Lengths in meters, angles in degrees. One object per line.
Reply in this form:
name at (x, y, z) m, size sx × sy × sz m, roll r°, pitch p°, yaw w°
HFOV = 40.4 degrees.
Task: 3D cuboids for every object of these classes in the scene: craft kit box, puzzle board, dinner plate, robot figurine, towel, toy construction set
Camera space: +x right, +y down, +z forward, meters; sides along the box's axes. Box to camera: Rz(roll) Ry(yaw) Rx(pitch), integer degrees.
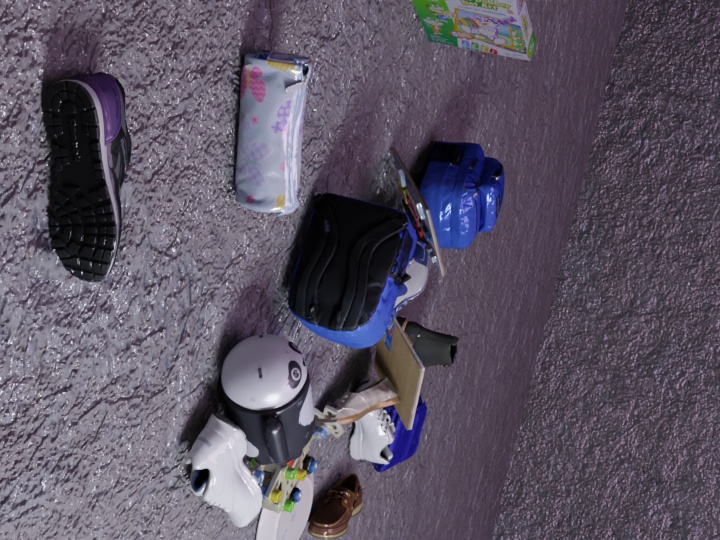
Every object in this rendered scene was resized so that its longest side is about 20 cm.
craft kit box at (0.191, -0.440, 1.671) m, size 0.049 × 0.197 × 0.198 m, roll -68°, pitch 157°, yaw -13°
puzzle board at (0.097, -0.103, 1.708) m, size 0.201 × 0.017 × 0.152 m, roll -114°, pitch -176°, yaw -49°
puzzle board at (0.071, 0.178, 1.792) m, size 0.017 × 0.152 × 0.201 m, roll -16°, pitch 144°, yaw -19°
dinner plate at (-0.120, 0.410, 1.654) m, size 0.200 × 0.024 × 0.203 m, roll -47°, pitch 145°, yaw -50°
robot figurine at (-0.124, 0.181, 1.358) m, size 0.124 × 0.149 × 0.202 m, roll -38°, pitch 140°, yaw -32°
towel at (0.090, 0.351, 2.108) m, size 0.200 × 0.049 × 0.150 m, roll 2°, pitch 100°, yaw -68°
toy construction set at (-0.108, 0.297, 1.535) m, size 0.200 × 0.091 × 0.133 m, roll -43°, pitch 142°, yaw -37°

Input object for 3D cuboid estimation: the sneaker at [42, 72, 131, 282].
sneaker at (-0.250, -0.090, 0.955) m, size 0.088 × 0.075 × 0.203 m, roll -46°, pitch 144°, yaw -62°

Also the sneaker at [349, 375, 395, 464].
sneaker at (0.027, 0.284, 1.857) m, size 0.075 × 0.086 × 0.202 m, roll -49°, pitch 145°, yaw -45°

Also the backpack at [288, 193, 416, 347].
backpack at (-0.006, 0.015, 1.481) m, size 0.168 × 0.160 × 0.203 m, roll 54°, pitch 52°, yaw -62°

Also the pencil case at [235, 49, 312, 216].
pencil case at (-0.108, -0.174, 1.230) m, size 0.083 × 0.089 × 0.203 m, roll -29°, pitch 130°, yaw -62°

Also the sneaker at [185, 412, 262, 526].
sneaker at (-0.192, 0.285, 1.333) m, size 0.087 × 0.074 × 0.202 m, roll -43°, pitch 138°, yaw -33°

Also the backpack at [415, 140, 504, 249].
backpack at (0.186, -0.142, 1.880) m, size 0.201 × 0.165 × 0.165 m, roll -59°, pitch 147°, yaw -51°

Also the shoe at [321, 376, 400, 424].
shoe at (-0.011, 0.235, 1.735) m, size 0.198 × 0.069 × 0.054 m, roll -12°, pitch 86°, yaw -45°

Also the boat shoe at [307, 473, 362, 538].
boat shoe at (-0.046, 0.431, 1.797) m, size 0.200 × 0.071 × 0.069 m, roll -26°, pitch 122°, yaw -71°

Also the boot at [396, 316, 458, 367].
boot at (0.136, 0.190, 2.004) m, size 0.201 × 0.136 × 0.078 m, roll 79°, pitch 33°, yaw -50°

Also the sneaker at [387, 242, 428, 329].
sneaker at (0.051, 0.007, 1.641) m, size 0.200 × 0.080 × 0.116 m, roll -54°, pitch 151°, yaw -36°
